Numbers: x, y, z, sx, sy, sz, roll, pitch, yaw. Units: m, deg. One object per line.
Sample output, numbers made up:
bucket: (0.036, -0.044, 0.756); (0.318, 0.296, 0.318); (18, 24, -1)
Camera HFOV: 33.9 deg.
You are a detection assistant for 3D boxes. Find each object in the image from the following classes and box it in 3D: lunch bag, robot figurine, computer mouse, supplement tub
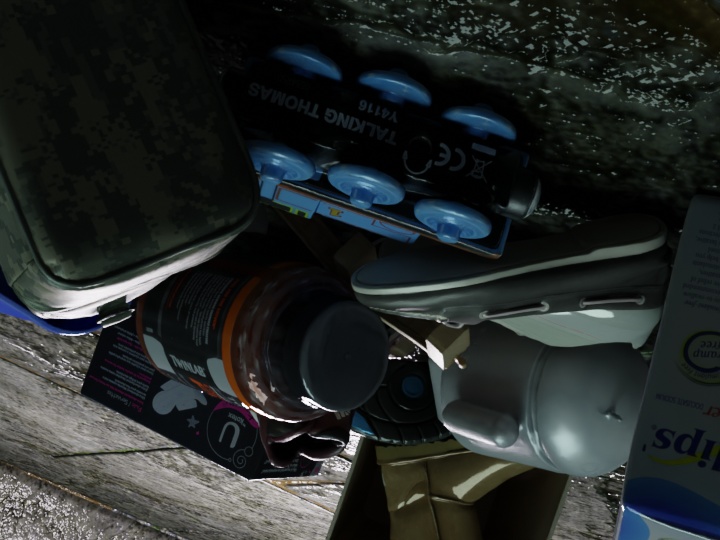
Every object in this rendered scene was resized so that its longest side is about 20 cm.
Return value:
lunch bag: (-0.162, -0.075, 0.660); (0.168, 0.139, 0.201); (-30, 84, 61)
robot figurine: (0.141, 0.094, 0.907); (0.199, 0.169, 0.114); (4, 112, 49)
computer mouse: (-0.108, -0.045, 0.871); (0.200, 0.044, 0.109); (39, 169, -36)
supplement tub: (-0.068, 0.043, 0.811); (0.107, 0.107, 0.200); (35, 166, -34)

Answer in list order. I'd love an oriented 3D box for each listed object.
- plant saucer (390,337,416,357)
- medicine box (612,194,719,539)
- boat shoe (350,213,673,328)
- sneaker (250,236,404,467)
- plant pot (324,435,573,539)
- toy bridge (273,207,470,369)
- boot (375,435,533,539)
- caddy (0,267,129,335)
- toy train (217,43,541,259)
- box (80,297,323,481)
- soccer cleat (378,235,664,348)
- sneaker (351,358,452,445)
plant saucer: (-0.039, 0.040, 1.002); (0.199, 0.030, 0.200); (14, 172, 2)
medicine box: (0.225, 0.089, 0.725); (0.102, 0.201, 0.182); (13, 158, 15)
boat shoe: (0.096, 0.012, 0.733); (0.199, 0.067, 0.057); (-10, 112, 1)
sneaker: (-0.004, 0.071, 0.866); (0.075, 0.116, 0.200); (32, 110, -24)
plant pot: (0.081, 0.224, 1.174); (0.199, 0.201, 0.177); (19, -179, 1)
toy bridge: (0.000, 0.000, 0.810); (0.200, 0.027, 0.067); (43, 166, 21)
boot: (0.104, 0.243, 1.052); (0.174, 0.201, 0.066); (-9, 180, 20)
caddy: (-0.246, -0.036, 0.898); (0.105, 0.142, 0.200); (5, 156, 38)
toy train: (0.006, -0.067, 0.703); (0.199, 0.087, 0.114); (18, 167, -5)
box: (-0.127, 0.101, 1.068); (0.199, 0.115, 0.132); (22, -178, 26)
soccer cleat: (0.108, 0.017, 0.822); (0.199, 0.070, 0.078); (10, 140, 14)
sneaker: (0.068, 0.117, 1.039); (0.199, 0.074, 0.082); (1, 171, -10)
